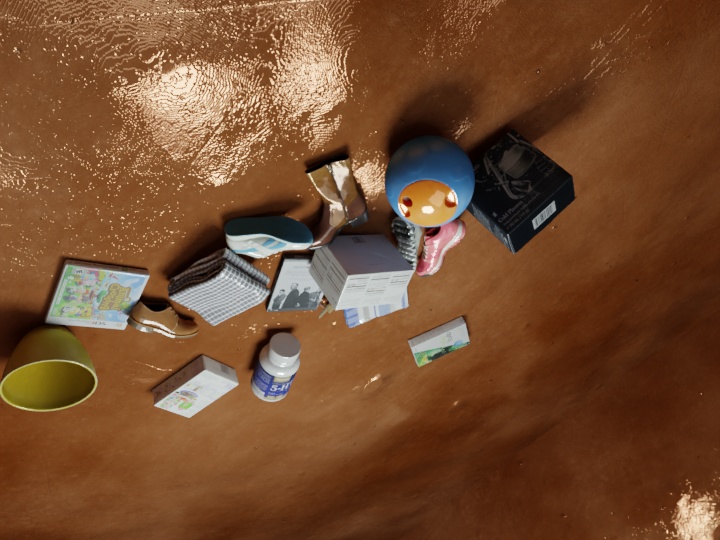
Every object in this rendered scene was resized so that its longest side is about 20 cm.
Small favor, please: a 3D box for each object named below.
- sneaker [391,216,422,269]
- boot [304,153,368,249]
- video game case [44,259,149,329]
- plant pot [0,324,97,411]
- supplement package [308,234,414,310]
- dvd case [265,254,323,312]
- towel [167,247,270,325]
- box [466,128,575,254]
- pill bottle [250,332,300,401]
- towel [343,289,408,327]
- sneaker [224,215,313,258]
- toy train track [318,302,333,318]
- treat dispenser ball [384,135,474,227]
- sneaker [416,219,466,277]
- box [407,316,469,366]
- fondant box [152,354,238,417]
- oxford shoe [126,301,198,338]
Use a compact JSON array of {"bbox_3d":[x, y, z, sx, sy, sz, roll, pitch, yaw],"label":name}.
[{"bbox_3d":[0.128,-0.071,1.610,0.081,0.075,0.201,-47,150,-37],"label":"sneaker"},{"bbox_3d":[-0.083,-0.152,1.421,0.187,0.069,0.200,-23,141,2],"label":"boot"},{"bbox_3d":[-0.607,0.061,1.431,0.181,0.022,0.200,9,131,-36],"label":"video game case"},{"bbox_3d":[-0.725,0.213,1.449,0.199,0.142,0.201,-14,141,-11],"label":"plant pot"},{"bbox_3d":[0.000,0.000,1.542,0.199,0.156,0.111,-4,130,-35],"label":"supplement package"},{"bbox_3d":[-0.157,0.034,1.635,0.150,0.025,0.201,0,136,-27],"label":"dvd case"},{"bbox_3d":[-0.337,0.044,1.470,0.199,0.086,0.165,-25,144,25],"label":"towel"},{"bbox_3d":[0.361,-0.186,1.465,0.200,0.197,0.124,-43,150,1],"label":"box"},{"bbox_3d":[-0.241,0.277,1.798,0.119,0.120,0.201,-1,137,-27],"label":"pill bottle"},{"bbox_3d":[0.046,0.095,1.807,0.199,0.024,0.147,-19,144,-8],"label":"towel"},{"bbox_3d":[-0.208,-0.073,1.427,0.199,0.077,0.081,4,141,-2],"label":"sneaker"},{"bbox_3d":[-0.080,0.063,1.675,0.115,0.033,0.200,-45,168,-23],"label":"toy train track"},{"bbox_3d":[0.153,-0.197,1.380,0.200,0.201,0.201,-14,141,-12],"label":"treat dispenser ball"},{"bbox_3d":[0.195,-0.070,1.677,0.086,0.074,0.200,20,122,-25],"label":"sneaker"},{"bbox_3d":[0.267,0.242,2.092,0.199,0.036,0.145,-24,142,1],"label":"box"},{"bbox_3d":[-0.477,0.338,1.796,0.200,0.058,0.144,-35,141,13],"label":"fondant box"},{"bbox_3d":[-0.474,0.120,1.538,0.200,0.071,0.072,22,98,-54],"label":"oxford shoe"}]
